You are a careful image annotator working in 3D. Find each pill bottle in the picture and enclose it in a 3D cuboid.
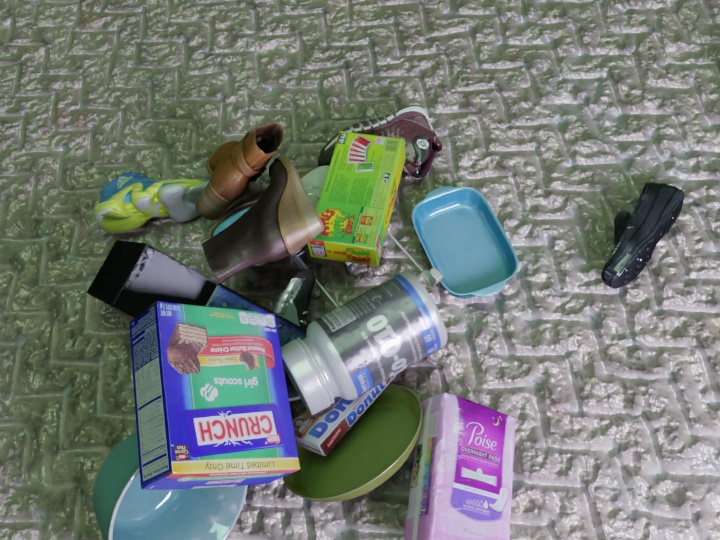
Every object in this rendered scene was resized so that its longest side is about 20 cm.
[{"bbox_3d":[0.001,0.095,1.059,0.200,0.114,0.114,-29,61,-11],"label":"pill bottle"}]

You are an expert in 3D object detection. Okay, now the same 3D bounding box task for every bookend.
[{"bbox_3d":[-0.264,0.047,1.173,0.200,0.199,0.092,32,78,-25],"label":"bookend"}]

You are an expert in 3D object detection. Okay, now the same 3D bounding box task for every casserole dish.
[{"bbox_3d":[0.154,-0.038,1.226,0.121,0.039,0.200,-21,59,-5],"label":"casserole dish"}]

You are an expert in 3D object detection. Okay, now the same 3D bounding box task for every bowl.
[{"bbox_3d":[-0.249,0.275,1.024,0.105,0.201,0.201,19,62,40],"label":"bowl"}]

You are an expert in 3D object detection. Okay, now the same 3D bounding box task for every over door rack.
[{"bbox_3d":[0.000,0.000,1.205,0.148,0.067,0.200,-37,62,-15],"label":"over door rack"}]

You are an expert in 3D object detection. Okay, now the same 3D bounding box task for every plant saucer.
[{"bbox_3d":[-0.006,0.223,1.048,0.199,0.031,0.200,-25,23,11],"label":"plant saucer"}]

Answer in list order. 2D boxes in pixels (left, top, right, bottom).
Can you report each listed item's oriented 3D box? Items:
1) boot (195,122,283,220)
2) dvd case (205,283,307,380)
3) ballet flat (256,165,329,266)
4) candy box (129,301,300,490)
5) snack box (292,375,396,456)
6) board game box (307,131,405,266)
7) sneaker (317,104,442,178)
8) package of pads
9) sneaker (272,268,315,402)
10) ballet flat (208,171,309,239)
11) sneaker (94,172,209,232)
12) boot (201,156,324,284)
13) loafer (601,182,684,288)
[{"bbox_3d":[-0.177,-0.179,1.259,0.077,0.155,0.200,39,31,-13],"label":"boot"},{"bbox_3d":[-0.173,0.137,1.089,0.142,0.018,0.200,29,93,-12],"label":"dvd case"},{"bbox_3d":[-0.100,-0.075,1.244,0.200,0.069,0.069,-42,63,-3],"label":"ballet flat"},{"bbox_3d":[-0.172,0.147,0.963,0.169,0.077,0.201,9,61,-40],"label":"candy box"},{"bbox_3d":[-0.012,0.161,1.100,0.072,0.024,0.200,11,45,43],"label":"snack box"},{"bbox_3d":[-0.003,-0.108,1.204,0.101,0.048,0.201,8,60,12],"label":"board game box"},{"bbox_3d":[0.040,-0.181,1.303,0.200,0.076,0.116,-26,64,-9],"label":"sneaker"},{"bbox_3d":[0.126,0.263,1.013,0.120,0.076,0.201,22,60,-21],"label":"package of pads"},{"bbox_3d":[-0.079,0.107,1.146,0.115,0.075,0.201,25,87,10],"label":"sneaker"},{"bbox_3d":[-0.149,-0.096,1.292,0.200,0.069,0.063,-26,34,-12],"label":"ballet flat"},{"bbox_3d":[-0.327,-0.129,1.315,0.199,0.076,0.105,-12,48,-12],"label":"sneaker"},{"bbox_3d":[-0.151,-0.077,1.162,0.166,0.072,0.200,-26,39,-2],"label":"boot"},{"bbox_3d":[0.397,-0.054,1.193,0.070,0.068,0.201,27,61,29],"label":"loafer"}]
